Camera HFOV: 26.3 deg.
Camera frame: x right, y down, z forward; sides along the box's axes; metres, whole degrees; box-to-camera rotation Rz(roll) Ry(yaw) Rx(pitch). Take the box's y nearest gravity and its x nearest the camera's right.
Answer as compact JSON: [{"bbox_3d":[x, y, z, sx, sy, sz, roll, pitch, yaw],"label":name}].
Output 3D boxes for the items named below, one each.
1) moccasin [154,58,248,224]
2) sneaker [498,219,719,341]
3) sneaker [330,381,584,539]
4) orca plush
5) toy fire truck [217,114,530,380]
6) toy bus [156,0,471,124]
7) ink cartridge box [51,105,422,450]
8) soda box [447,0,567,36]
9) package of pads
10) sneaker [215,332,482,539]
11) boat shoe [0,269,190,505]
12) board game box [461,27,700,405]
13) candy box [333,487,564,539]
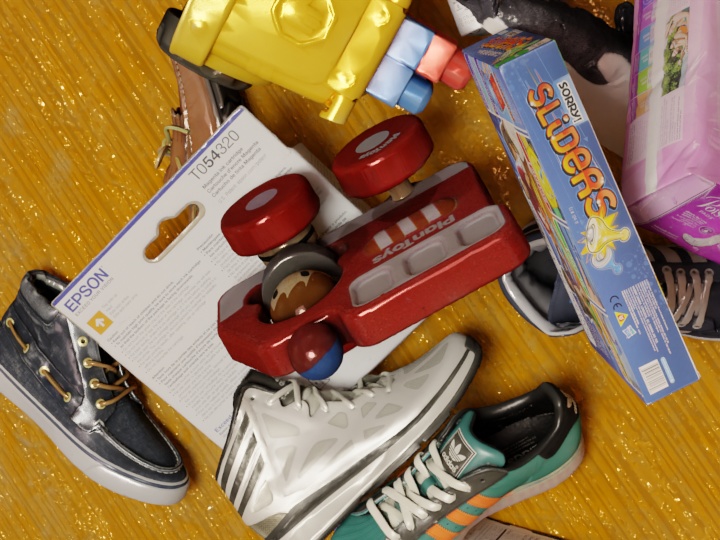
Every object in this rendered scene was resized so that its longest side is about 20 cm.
[{"bbox_3d":[-0.113,-0.070,1.110,0.077,0.074,0.203,-8,105,13],"label":"moccasin"},{"bbox_3d":[0.183,0.012,0.988,0.198,0.108,0.071,11,102,18],"label":"sneaker"},{"bbox_3d":[0.058,0.137,1.027,0.199,0.080,0.071,-32,54,-9],"label":"sneaker"},{"bbox_3d":[0.145,-0.139,0.974,0.199,0.105,0.072,29,72,-15],"label":"orca plush"},{"bbox_3d":[0.000,0.000,0.955,0.199,0.168,0.113,-28,110,5],"label":"toy fire truck"},{"bbox_3d":[-0.017,-0.167,1.007,0.191,0.200,0.136,27,102,-6],"label":"toy bus"},{"bbox_3d":[-0.075,0.014,1.068,0.196,0.043,0.200,-43,107,13],"label":"ink cartridge box"},{"bbox_3d":[0.147,-0.218,0.991,0.199,0.064,0.069,-21,91,22],"label":"soda box"},{"bbox_3d":[0.218,-0.104,0.902,0.076,0.120,0.202,-32,43,51],"label":"package of pads"},{"bbox_3d":[-0.017,0.091,1.041,0.200,0.076,0.115,-44,91,-3],"label":"sneaker"},{"bbox_3d":[-0.198,0.087,1.159,0.200,0.071,0.091,36,113,14],"label":"boat shoe"},{"bbox_3d":[0.121,-0.036,0.870,0.034,0.135,0.201,-25,103,1],"label":"board game box"},{"bbox_3d":[0.074,0.263,1.088,0.198,0.071,0.169,13,102,19],"label":"candy box"}]
